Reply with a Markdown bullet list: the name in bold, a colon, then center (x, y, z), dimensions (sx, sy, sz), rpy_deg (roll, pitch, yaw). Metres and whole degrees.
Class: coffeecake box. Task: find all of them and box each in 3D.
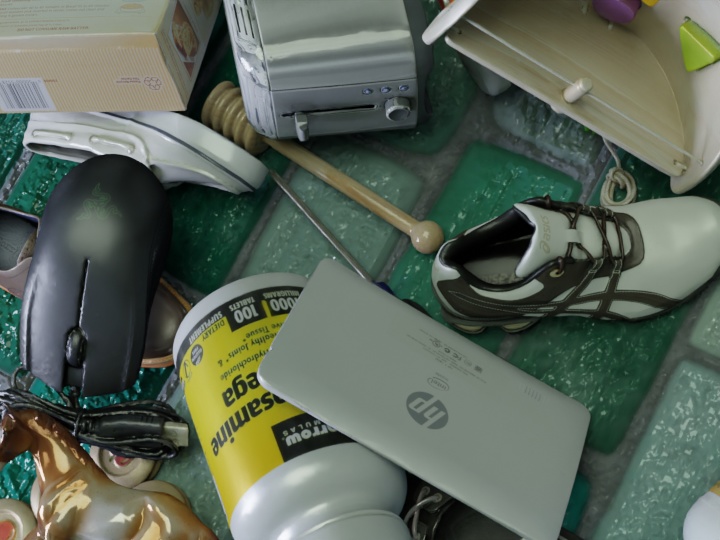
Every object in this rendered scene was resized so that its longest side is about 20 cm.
- **coffeecake box**: center (-0.180, -0.209, 1.062), dimensions (0.152, 0.073, 0.202), rpy_deg (0, 52, 16)

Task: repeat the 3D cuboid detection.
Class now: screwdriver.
- **screwdriver**: center (0.000, 0.000, 1.008), dimensions (0.028, 0.029, 0.200), rpy_deg (-42, 63, -1)

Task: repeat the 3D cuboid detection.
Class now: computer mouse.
- **computer mouse**: center (-0.172, 0.023, 0.975), dimensions (0.137, 0.053, 0.203), rpy_deg (6, 91, 4)

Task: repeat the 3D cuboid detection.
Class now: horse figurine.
- **horse figurine**: center (-0.159, 0.179, 0.952), dimensions (0.198, 0.050, 0.134), rpy_deg (18, 80, 11)

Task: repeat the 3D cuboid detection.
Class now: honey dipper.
- **honey dipper**: center (-0.024, -0.068, 1.032), dimensions (0.199, 0.038, 0.038), rpy_deg (33, 83, 18)

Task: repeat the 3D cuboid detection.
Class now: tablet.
- **tablet**: center (0.043, 0.075, 0.898), dimensions (0.199, 0.014, 0.131), rpy_deg (30, 38, 0)

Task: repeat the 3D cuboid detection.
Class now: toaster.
- **toaster**: center (-0.029, -0.182, 1.012), dimensions (0.128, 0.114, 0.202), rpy_deg (-11, 65, -4)

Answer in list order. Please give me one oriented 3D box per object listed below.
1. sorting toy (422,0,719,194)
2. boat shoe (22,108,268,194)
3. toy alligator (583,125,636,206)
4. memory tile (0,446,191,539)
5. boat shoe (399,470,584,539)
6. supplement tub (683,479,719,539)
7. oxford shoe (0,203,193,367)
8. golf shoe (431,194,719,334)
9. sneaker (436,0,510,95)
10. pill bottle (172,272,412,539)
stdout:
- **sorting toy**: center (0.169, -0.160, 0.880), dimensions (0.199, 0.180, 0.108), rpy_deg (29, 65, -13)
- **boat shoe**: center (-0.157, -0.082, 1.051), dimensions (0.198, 0.072, 0.066), rpy_deg (22, 83, 21)
- **toy alligator**: center (0.151, -0.138, 0.994), dimensions (0.059, 0.054, 0.202), rpy_deg (-15, 69, 10)
- **memory tile**: center (-0.167, 0.212, 0.985), dimensions (0.152, 0.017, 0.201), rpy_deg (-33, 67, 3)
- **boat shoe**: center (0.077, 0.165, 0.912), dimensions (0.198, 0.057, 0.067), rpy_deg (22, 81, 21)
- **supplement tub**: center (0.270, 0.150, 0.819), dimensions (0.200, 0.144, 0.145), rpy_deg (-41, 67, -1)
- **oxford shoe**: center (-0.203, 0.009, 1.030), dimensions (0.198, 0.073, 0.072), rpy_deg (23, 79, 20)
- **golf shoe**: center (0.140, -0.008, 0.934), dimensions (0.198, 0.095, 0.079), rpy_deg (-16, 68, 8)
- **sneaker**: center (0.085, -0.219, 1.028), dimensions (0.081, 0.077, 0.202), rpy_deg (-17, 69, 5)
- **pill bottle**: center (-0.038, 0.109, 0.911), dimensions (0.112, 0.113, 0.201), rpy_deg (-29, 54, 4)
